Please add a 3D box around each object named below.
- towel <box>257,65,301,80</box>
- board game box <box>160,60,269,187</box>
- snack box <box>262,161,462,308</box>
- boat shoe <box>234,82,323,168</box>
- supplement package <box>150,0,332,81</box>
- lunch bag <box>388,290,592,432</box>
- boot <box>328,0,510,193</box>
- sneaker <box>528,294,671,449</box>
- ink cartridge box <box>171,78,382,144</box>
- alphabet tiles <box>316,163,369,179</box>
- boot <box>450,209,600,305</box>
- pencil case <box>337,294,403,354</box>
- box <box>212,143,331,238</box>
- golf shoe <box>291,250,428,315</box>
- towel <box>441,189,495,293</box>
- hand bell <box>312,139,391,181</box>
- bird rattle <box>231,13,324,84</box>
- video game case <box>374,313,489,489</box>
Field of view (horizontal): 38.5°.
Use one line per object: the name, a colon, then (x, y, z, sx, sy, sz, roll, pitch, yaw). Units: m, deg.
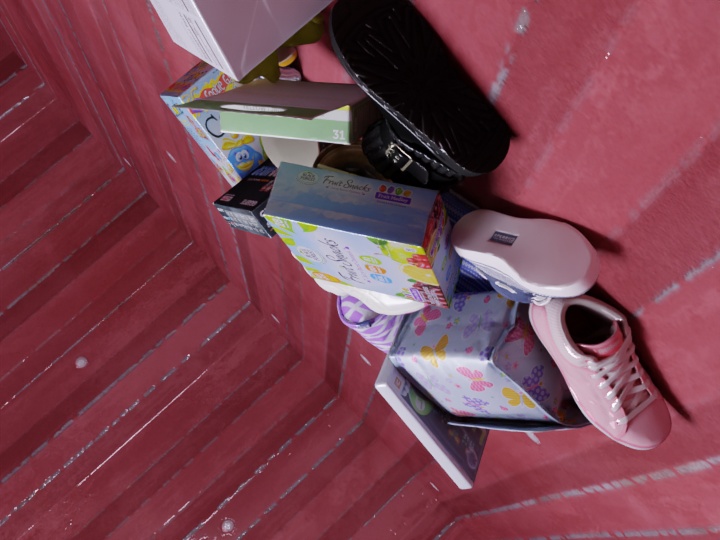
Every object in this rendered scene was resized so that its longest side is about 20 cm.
towel: (-0.156, -0.292, 1.205, 0.200, 0.024, 0.147, 48, -163, 5)
board game box: (-0.175, -0.202, 1.475, 0.200, 0.103, 0.105, 53, 167, -24)
snack box: (0.009, -0.033, 1.082, 0.169, 0.068, 0.200, 13, 163, 16)
boat shoe: (-0.094, -0.186, 1.274, 0.200, 0.071, 0.063, 58, -169, 26)
supplement package: (-0.117, -0.296, 0.867, 0.111, 0.156, 0.200, 36, 163, 39)
lunch bag: (0.163, 0.121, 1.185, 0.170, 0.127, 0.200, -3, 141, 48)
boot: (0.034, -0.156, 0.965, 0.211, 0.079, 0.158, 49, 168, -10)
sneaker: (0.249, 0.102, 1.034, 0.200, 0.075, 0.105, 52, 173, -1)
ink cartridge box: (-0.076, -0.152, 1.019, 0.145, 0.200, 0.048, 7, 112, 18)
alphabet tiles: (0.003, -0.065, 1.122, 0.166, 0.006, 0.200, 17, 165, 4)
boot: (0.176, -0.001, 1.007, 0.090, 0.073, 0.200, 45, 173, -32)
pencil case: (0.047, 0.064, 1.338, 0.200, 0.085, 0.084, 38, -144, -55)
box: (-0.099, -0.115, 1.356, 0.046, 0.159, 0.200, 53, 167, -18)
golf shoe: (0.000, 0.000, 1.216, 0.200, 0.075, 0.092, 11, 164, 39)
towel: (0.102, -0.021, 1.176, 0.145, 0.024, 0.200, 34, 154, 17)
hand bell: (-0.013, -0.066, 1.278, 0.104, 0.104, 0.200, 44, 159, 15)
bird rattle: (-0.132, -0.286, 1.103, 0.200, 0.113, 0.163, 48, -175, 10)
video game case: (0.105, 0.138, 1.279, 0.023, 0.182, 0.200, -15, 125, 36)
